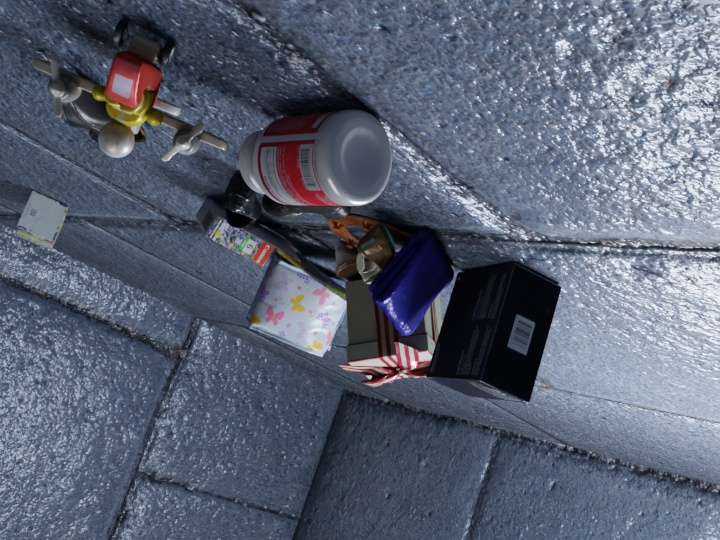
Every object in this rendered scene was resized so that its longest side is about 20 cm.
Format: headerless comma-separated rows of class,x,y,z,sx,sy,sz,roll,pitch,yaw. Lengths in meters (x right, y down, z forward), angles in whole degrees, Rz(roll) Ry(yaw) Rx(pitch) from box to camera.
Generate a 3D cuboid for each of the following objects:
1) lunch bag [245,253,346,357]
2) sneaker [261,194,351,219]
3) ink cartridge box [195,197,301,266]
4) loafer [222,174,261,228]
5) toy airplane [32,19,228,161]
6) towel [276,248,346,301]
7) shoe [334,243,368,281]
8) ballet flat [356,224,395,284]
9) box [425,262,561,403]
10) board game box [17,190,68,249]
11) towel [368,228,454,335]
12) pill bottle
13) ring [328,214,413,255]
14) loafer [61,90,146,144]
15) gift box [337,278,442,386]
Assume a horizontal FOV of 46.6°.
lunch bag,-0.136,0.082,1.872,0.198,0.172,0.127,23,-178,-14
sneaker,-0.090,-0.122,1.283,0.197,0.061,0.104,6,162,31
ink cartridge box,-0.219,-0.062,1.632,0.199,0.051,0.109,29,-169,-31
loafer,-0.216,-0.109,1.485,0.067,0.071,0.201,21,167,-2
toy airplane,-0.293,-0.207,1.062,0.198,0.143,0.199,11,164,34
towel,-0.077,0.015,1.725,0.199,0.023,0.143,35,180,28
shoe,0.000,0.000,1.653,0.054,0.069,0.200,63,-169,26
ballet flat,0.030,-0.013,1.397,0.068,0.072,0.200,62,180,20
box,0.220,0.105,1.400,0.103,0.203,0.182,24,167,-21
board game box,-0.873,-0.134,2.294,0.102,0.106,0.199,24,167,-19
towel,0.086,0.020,1.404,0.049,0.148,0.200,35,173,24
pill bottle,-0.064,-0.139,1.052,0.198,0.114,0.112,6,161,48
ring,0.034,-0.047,1.473,0.198,0.019,0.201,19,166,5
loafer,-0.388,-0.239,1.256,0.071,0.074,0.200,8,174,10
gift box,0.059,0.118,1.608,0.182,0.190,0.200,-13,157,21
